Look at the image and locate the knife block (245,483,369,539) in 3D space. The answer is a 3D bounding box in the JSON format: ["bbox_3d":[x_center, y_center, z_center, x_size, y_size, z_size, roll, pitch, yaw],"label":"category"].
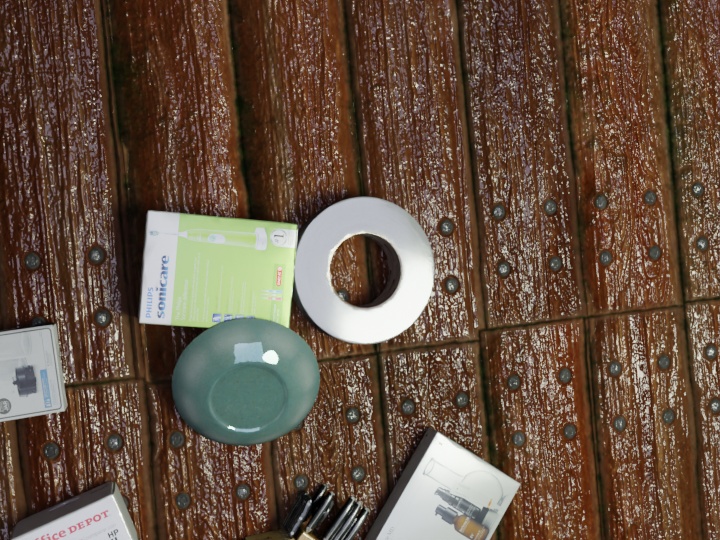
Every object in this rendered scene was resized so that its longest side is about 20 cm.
[{"bbox_3d":[-0.066,0.404,1.383,0.174,0.064,0.202,-8,92,-12],"label":"knife block"}]

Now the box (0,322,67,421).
[{"bbox_3d":[-0.484,0.139,1.285,0.198,0.060,0.118,-7,92,-13],"label":"box"}]

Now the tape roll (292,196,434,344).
[{"bbox_3d":[0.000,0.000,1.397,0.198,0.066,0.203,0,90,-13],"label":"tape roll"}]

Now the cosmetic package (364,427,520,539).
[{"bbox_3d":[0.114,0.350,1.434,0.150,0.052,0.201,32,83,-9],"label":"cosmetic package"}]

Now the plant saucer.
[{"bbox_3d":[-0.149,0.160,1.331,0.199,0.039,0.203,-5,118,-9],"label":"plant saucer"}]

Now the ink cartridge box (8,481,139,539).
[{"bbox_3d":[-0.349,0.400,1.305,0.143,0.084,0.202,-23,95,-13],"label":"ink cartridge box"}]

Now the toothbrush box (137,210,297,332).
[{"bbox_3d":[-0.191,0.002,1.341,0.198,0.086,0.147,4,91,-14],"label":"toothbrush box"}]
